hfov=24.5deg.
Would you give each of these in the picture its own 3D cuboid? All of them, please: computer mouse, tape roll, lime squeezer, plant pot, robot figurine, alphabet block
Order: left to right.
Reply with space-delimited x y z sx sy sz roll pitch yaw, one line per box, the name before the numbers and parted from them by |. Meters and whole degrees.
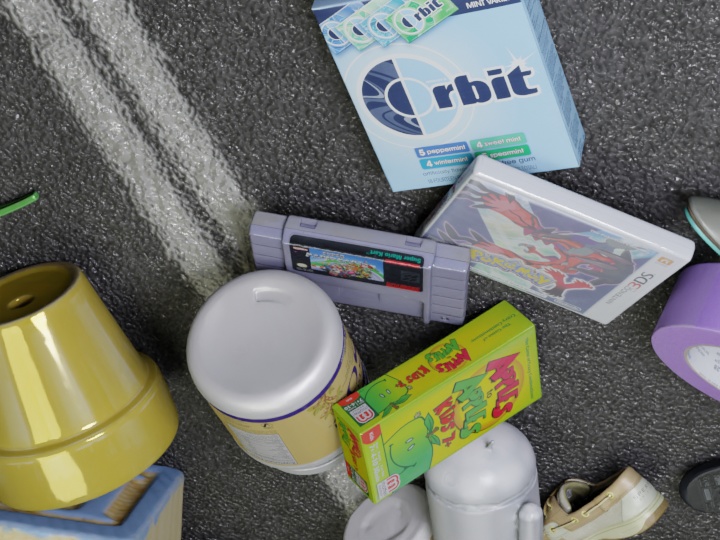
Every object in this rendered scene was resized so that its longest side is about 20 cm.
lime squeezer | -0.407 -0.063 1.605 0.200 0.038 0.071 11 105 6
plant pot | -0.303 0.104 1.633 0.200 0.201 0.189 -7 118 22
alphabet block | -0.311 0.329 1.805 0.196 0.195 0.200 8 107 11
robot figurine | 0.124 0.230 1.674 0.170 0.113 0.200 30 139 43
tape roll | 0.355 0.071 1.429 0.200 0.066 0.200 25 166 7
computer mouse | 0.415 0.203 1.640 0.200 0.034 0.059 -9 115 17

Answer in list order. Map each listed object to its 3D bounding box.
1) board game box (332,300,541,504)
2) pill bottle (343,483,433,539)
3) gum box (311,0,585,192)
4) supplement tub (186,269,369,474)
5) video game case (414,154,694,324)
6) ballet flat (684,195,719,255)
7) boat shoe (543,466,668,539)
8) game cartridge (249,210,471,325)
board game box | 0.075 0.122 1.544 0.048 0.200 0.102 42 154 41
pill bottle | 0.074 0.333 1.804 0.111 0.111 0.200 -14 129 28
gum box | 0.075 -0.160 1.354 0.170 0.045 0.200 -6 132 22
supplement tub | -0.070 0.102 1.560 0.145 0.146 0.200 2 155 14
video game case | 0.162 -0.022 1.440 0.200 0.023 0.182 22 156 -7
ballet flat | 0.357 -0.016 1.413 0.064 0.067 0.200 -37 121 25
boat shoe | 0.229 0.247 1.710 0.200 0.074 0.066 -30 97 45
game cartridge | 0.000 0.000 1.518 0.200 0.038 0.130 10 160 6
